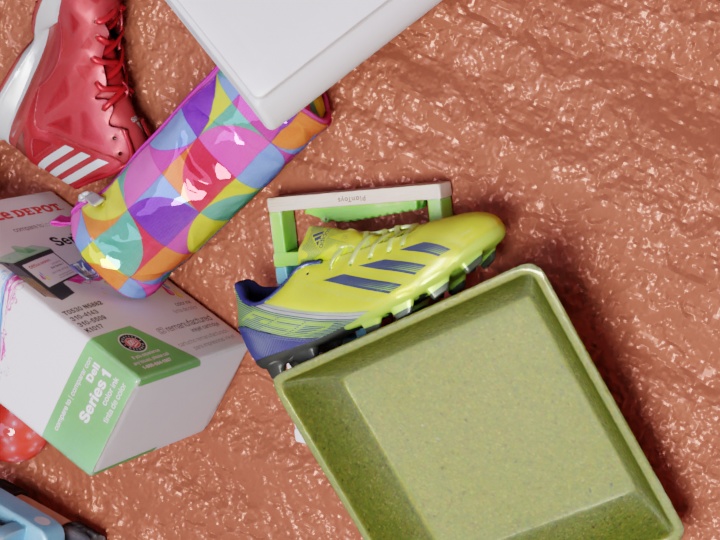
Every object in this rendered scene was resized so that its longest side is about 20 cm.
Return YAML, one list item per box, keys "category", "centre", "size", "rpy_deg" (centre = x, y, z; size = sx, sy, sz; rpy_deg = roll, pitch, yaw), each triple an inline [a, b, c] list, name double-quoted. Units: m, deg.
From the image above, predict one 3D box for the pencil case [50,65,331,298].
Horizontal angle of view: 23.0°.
- category: "pencil case"
  centre: [-0.111, -0.067, 1.177]
  size: [0.200, 0.088, 0.088]
  rpy_deg: [-41, 79, 17]

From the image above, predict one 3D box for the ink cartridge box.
- category: "ink cartridge box"
  centre: [-0.201, 0.037, 1.217]
  size: [0.200, 0.145, 0.084]
  rpy_deg: [36, 112, 18]

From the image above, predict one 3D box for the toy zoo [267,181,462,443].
- category: "toy zoo"
  centre: [0.009, 0.045, 1.181]
  size: [0.131, 0.020, 0.201]
  rpy_deg: [-4, 97, 28]

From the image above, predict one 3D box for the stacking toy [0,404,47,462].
- category: "stacking toy"
  centre: [-0.323, 0.105, 1.338]
  size: [0.199, 0.085, 0.086]
  rpy_deg: [9, 103, 18]

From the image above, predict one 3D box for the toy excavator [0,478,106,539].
- category: "toy excavator"
  centre: [-0.275, 0.206, 1.252]
  size: [0.100, 0.200, 0.195]
  rpy_deg: [25, 109, 21]

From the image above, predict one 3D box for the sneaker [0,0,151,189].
- category: "sneaker"
  centre: [-0.171, -0.143, 1.224]
  size: [0.115, 0.078, 0.200]
  rpy_deg: [37, 125, 7]

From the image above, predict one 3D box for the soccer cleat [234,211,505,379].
- category: "soccer cleat"
  centre: [-0.001, 0.000, 1.130]
  size: [0.200, 0.065, 0.084]
  rpy_deg: [-27, 83, 28]

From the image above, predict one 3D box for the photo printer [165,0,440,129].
- category: "photo printer"
  centre: [-0.026, -0.208, 1.092]
  size: [0.200, 0.069, 0.167]
  rpy_deg: [-37, 74, -3]

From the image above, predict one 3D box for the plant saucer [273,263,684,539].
- category: "plant saucer"
  centre: [0.078, 0.108, 1.119]
  size: [0.200, 0.048, 0.200]
  rpy_deg: [-25, 102, 26]
